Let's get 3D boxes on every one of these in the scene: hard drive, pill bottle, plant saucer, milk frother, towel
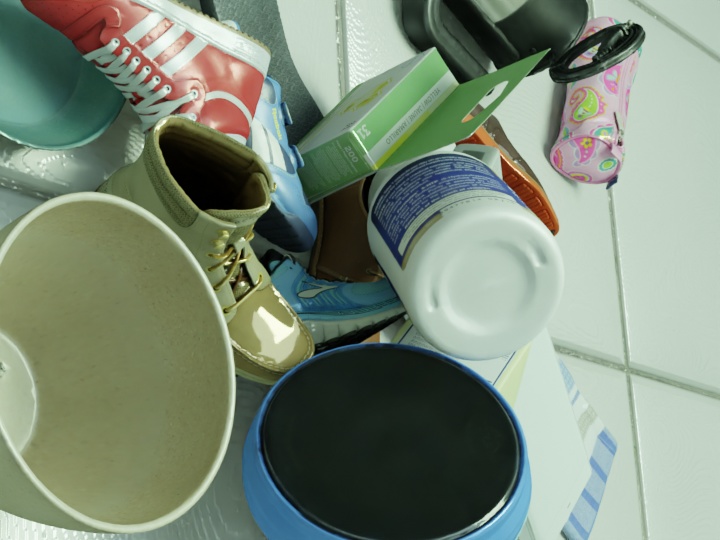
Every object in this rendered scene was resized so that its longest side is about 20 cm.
[{"bbox_3d":[0.161,0.150,1.405,0.132,0.026,0.201,-50,129,-44],"label":"hard drive"},{"bbox_3d":[0.070,-0.024,1.146,0.120,0.119,0.200,55,3,-25],"label":"pill bottle"},{"bbox_3d":[-0.240,-0.175,1.031,0.200,0.036,0.201,24,59,-47],"label":"plant saucer"},{"bbox_3d":[0.159,-0.279,1.470,0.188,0.199,0.181,42,51,-36],"label":"milk frother"},{"bbox_3d":[0.196,0.163,1.508,0.200,0.024,0.147,55,41,-26],"label":"towel"}]

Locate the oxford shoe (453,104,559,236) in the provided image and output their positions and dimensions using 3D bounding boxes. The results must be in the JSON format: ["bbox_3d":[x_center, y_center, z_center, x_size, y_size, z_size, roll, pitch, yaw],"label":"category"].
[{"bbox_3d":[0.139,-0.108,1.491,0.200,0.071,0.073,48,39,-32],"label":"oxford shoe"}]

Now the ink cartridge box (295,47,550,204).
[{"bbox_3d":[0.038,-0.129,1.200,0.048,0.200,0.146,54,47,-14],"label":"ink cartridge box"}]

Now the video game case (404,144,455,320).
[{"bbox_3d":[0.087,-0.001,1.407,0.200,0.024,0.182,60,38,-27],"label":"video game case"}]

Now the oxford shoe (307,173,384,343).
[{"bbox_3d":[0.000,0.000,1.263,0.071,0.071,0.201,10,72,-54],"label":"oxford shoe"}]

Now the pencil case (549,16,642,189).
[{"bbox_3d":[0.268,-0.190,1.682,0.087,0.087,0.201,45,44,-34],"label":"pencil case"}]

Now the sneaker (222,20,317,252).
[{"bbox_3d":[-0.082,-0.104,1.166,0.082,0.074,0.200,-43,113,-29],"label":"sneaker"}]

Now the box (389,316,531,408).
[{"bbox_3d":[0.039,0.153,1.165,0.200,0.096,0.176,-49,155,-48],"label":"box"}]

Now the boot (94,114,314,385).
[{"bbox_3d":[-0.089,-0.011,1.030,0.200,0.155,0.073,46,59,-5],"label":"boot"}]

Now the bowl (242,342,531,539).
[{"bbox_3d":[0.019,0.127,1.020,0.201,0.200,0.039,-59,162,-45],"label":"bowl"}]

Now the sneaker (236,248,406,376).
[{"bbox_3d":[-0.041,0.019,1.171,0.199,0.078,0.090,-10,75,-38],"label":"sneaker"}]

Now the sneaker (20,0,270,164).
[{"bbox_3d":[-0.153,-0.131,1.042,0.199,0.071,0.113,18,75,-36],"label":"sneaker"}]

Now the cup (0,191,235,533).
[{"bbox_3d":[-0.194,0.067,0.913,0.200,0.143,0.201,23,60,-47],"label":"cup"}]

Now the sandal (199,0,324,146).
[{"bbox_3d":[-0.089,-0.169,1.237,0.076,0.043,0.201,-49,127,-41],"label":"sandal"}]

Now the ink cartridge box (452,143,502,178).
[{"bbox_3d":[0.095,0.012,1.367,0.163,0.057,0.201,-62,154,-43],"label":"ink cartridge box"}]
